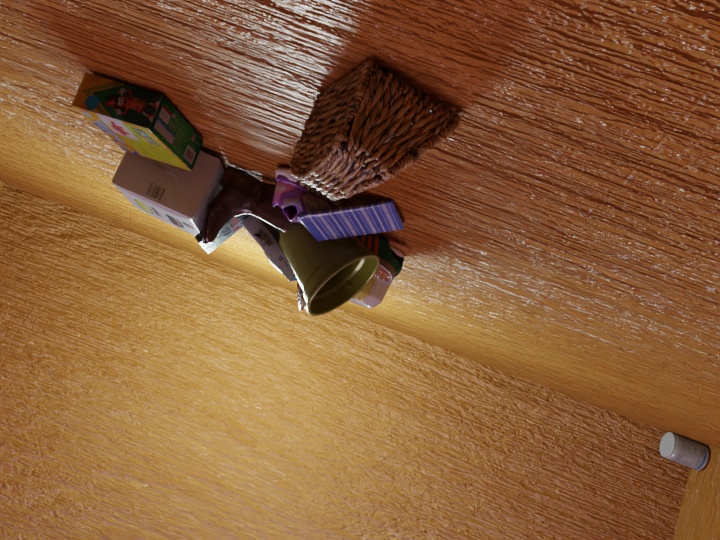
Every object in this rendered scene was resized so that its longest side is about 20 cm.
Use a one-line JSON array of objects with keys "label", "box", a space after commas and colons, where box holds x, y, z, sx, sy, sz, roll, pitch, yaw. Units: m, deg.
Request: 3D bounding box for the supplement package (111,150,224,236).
[{"label": "supplement package", "box": [-0.414, -0.192, 1.530, 0.188, 0.149, 0.200, 24, 170, 0]}]

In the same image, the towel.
[{"label": "towel", "box": [-0.017, -0.103, 1.395, 0.196, 0.024, 0.145, -8, 163, 12]}]

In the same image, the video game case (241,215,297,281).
[{"label": "video game case", "box": [-0.204, -0.055, 1.713, 0.182, 0.045, 0.200, 48, -177, 3]}]

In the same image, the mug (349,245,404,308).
[{"label": "mug", "box": [0.003, 0.003, 1.747, 0.184, 0.156, 0.149, 22, 172, -11]}]

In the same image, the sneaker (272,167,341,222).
[{"label": "sneaker", "box": [-0.116, -0.135, 1.424, 0.079, 0.090, 0.199, 11, 168, 37]}]

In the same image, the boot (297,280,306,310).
[{"label": "boot", "box": [-0.103, 0.053, 1.681, 0.105, 0.077, 0.200, 0, -175, 1]}]

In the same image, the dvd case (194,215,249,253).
[{"label": "dvd case", "box": [-0.296, -0.119, 1.618, 0.022, 0.199, 0.146, 51, 171, 4]}]

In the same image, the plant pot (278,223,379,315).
[{"label": "plant pot", "box": [-0.087, -0.034, 1.556, 0.185, 0.199, 0.200, 52, -179, 19]}]

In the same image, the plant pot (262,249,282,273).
[{"label": "plant pot", "box": [-0.197, -0.043, 1.921, 0.198, 0.028, 0.202, 30, -149, -20]}]

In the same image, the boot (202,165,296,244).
[{"label": "boot", "box": [-0.231, -0.114, 1.502, 0.197, 0.189, 0.064, 21, 180, 4]}]

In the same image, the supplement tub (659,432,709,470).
[{"label": "supplement tub", "box": [1.622, 0.905, 3.440, 0.197, 0.134, 0.132, 21, 171, -2]}]

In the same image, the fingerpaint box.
[{"label": "fingerpaint box", "box": [-0.414, -0.278, 1.301, 0.164, 0.075, 0.200, 18, 170, 13]}]

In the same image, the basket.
[{"label": "basket", "box": [0.011, -0.151, 0.882, 0.147, 0.145, 0.199, 25, 170, -23]}]

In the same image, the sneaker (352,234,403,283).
[{"label": "sneaker", "box": [0.017, -0.058, 1.635, 0.199, 0.080, 0.072, 41, 142, 4]}]
